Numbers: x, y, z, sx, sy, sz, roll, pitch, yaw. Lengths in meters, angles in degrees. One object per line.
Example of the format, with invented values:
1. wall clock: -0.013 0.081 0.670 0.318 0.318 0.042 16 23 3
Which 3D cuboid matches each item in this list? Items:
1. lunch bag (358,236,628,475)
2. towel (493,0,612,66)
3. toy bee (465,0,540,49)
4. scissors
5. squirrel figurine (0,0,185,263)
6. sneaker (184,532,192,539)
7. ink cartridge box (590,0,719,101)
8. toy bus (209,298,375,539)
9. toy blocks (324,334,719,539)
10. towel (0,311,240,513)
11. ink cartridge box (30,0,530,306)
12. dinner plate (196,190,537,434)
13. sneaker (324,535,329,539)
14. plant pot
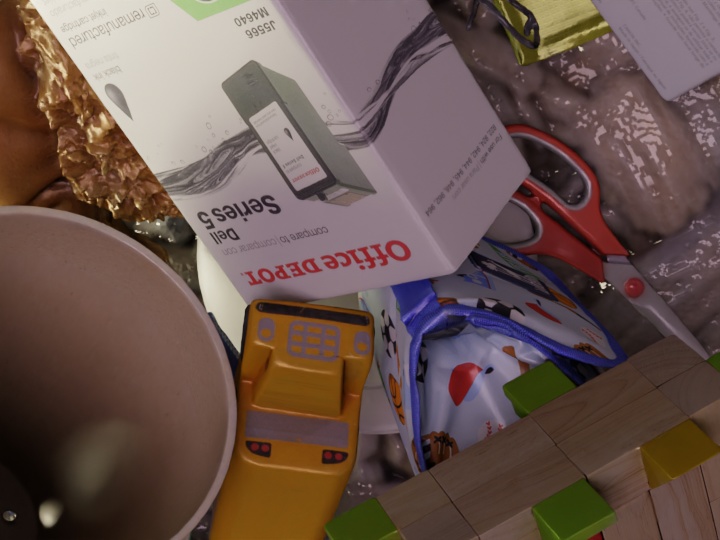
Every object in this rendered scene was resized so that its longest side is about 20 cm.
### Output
1. lunch bag: 0.075 0.069 0.822 0.124 0.170 0.200 -33 109 4
2. towel: 0.084 -0.213 0.854 0.086 0.018 0.201 -21 99 18
3. toy bee: -0.003 -0.162 0.817 0.131 0.200 0.109 34 120 -31
4. scissors: 0.145 -0.004 0.893 0.200 0.014 0.073 32 92 -3
5. squirrel figurine: -0.157 -0.059 0.877 0.199 0.142 0.187 -10 110 31
6. sneaker: -0.167 0.163 0.959 0.199 0.080 0.077 -9 139 40
7. ink cartridge box: 0.168 -0.184 0.759 0.163 0.057 0.200 52 142 -6
8. toy bus: -0.039 0.089 0.853 0.065 0.079 0.200 9 151 -6
9. toy blocks: 0.100 0.125 0.716 0.199 0.100 0.137 -27 124 -10
10. towel: -0.147 0.083 0.938 0.199 0.024 0.145 -13 141 15
11. ink cartridge box: -0.037 -0.087 0.766 0.145 0.084 0.200 -12 120 45
12. dinner plate: 0.000 0.000 0.925 0.199 0.024 0.201 3 106 12
13. sneaker: -0.061 0.205 0.950 0.199 0.100 0.075 -16 102 15
14. plant pot: -0.184 0.097 0.820 0.187 0.187 0.200 43 142 0
